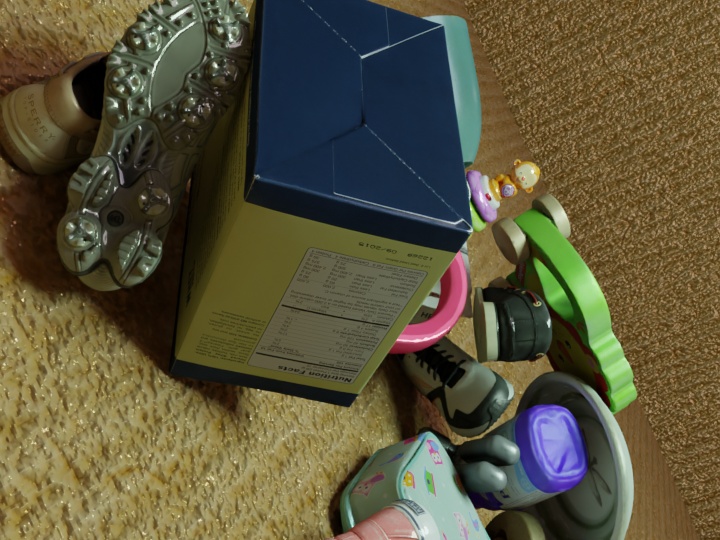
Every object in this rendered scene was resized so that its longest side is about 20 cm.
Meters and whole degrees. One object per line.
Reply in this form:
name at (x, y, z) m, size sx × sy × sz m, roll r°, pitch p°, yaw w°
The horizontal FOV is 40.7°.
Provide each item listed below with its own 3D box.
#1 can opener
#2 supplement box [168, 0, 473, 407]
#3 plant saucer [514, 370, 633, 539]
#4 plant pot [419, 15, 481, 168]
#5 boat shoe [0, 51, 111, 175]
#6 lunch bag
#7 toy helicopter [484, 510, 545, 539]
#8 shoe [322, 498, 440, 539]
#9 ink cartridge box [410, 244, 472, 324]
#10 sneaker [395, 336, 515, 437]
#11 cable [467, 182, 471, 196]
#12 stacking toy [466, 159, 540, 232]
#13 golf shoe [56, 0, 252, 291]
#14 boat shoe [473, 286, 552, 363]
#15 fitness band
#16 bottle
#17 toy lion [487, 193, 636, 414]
can opener at (0.095, 0.183, 0.930) m, size 0.066 × 0.053 × 0.200 m, roll 30°, pitch -15°, yaw -6°
supplement box at (-0.035, -0.050, 0.660) m, size 0.133 × 0.200 × 0.201 m, roll 13°, pitch 47°, yaw -17°
plant saucer at (0.220, 0.200, 0.971) m, size 0.050 × 0.200 × 0.201 m, roll -1°, pitch 59°, yaw -22°
plant pot at (0.052, -0.183, 1.144) m, size 0.200 × 0.199 × 0.162 m, roll -11°, pitch 84°, yaw -71°
boat shoe at (-0.166, -0.114, 0.660) m, size 0.072 × 0.064 × 0.200 m, roll 61°, pitch 20°, yaw -13°
lunch bag at (0.063, 0.250, 0.833) m, size 0.201 × 0.077 × 0.160 m, roll 65°, pitch 17°, yaw -4°
toy helicopter at (0.151, 0.331, 0.924) m, size 0.079 × 0.132 × 0.201 m, roll 16°, pitch 66°, yaw -29°
shoe at (0.015, 0.273, 0.704) m, size 0.091 × 0.071 × 0.201 m, roll -14°, pitch 103°, yaw -35°
ink cartridge box at (0.051, -0.007, 1.035) m, size 0.115 × 0.068 × 0.201 m, roll 16°, pitch 37°, yaw -11°
sneaker at (0.086, 0.108, 1.002) m, size 0.080 × 0.074 × 0.200 m, roll 47°, pitch -9°, yaw -22°
cable at (0.000, -0.103, 0.820) m, size 0.199 × 0.050 × 0.098 m, roll 14°, pitch 78°, yaw -20°
stacking toy at (0.133, -0.084, 1.221) m, size 0.117 × 0.199 × 0.110 m, roll 63°, pitch 19°, yaw -10°
golf shoe at (-0.131, -0.081, 0.604) m, size 0.078 × 0.097 × 0.201 m, roll 25°, pitch 74°, yaw -9°
boat shoe at (0.140, 0.052, 0.927) m, size 0.201 × 0.063 × 0.074 m, roll -59°, pitch 144°, yaw -89°
fitness band at (0.000, 0.000, 0.849) m, size 0.199 × 0.037 × 0.145 m, roll 8°, pitch 64°, yaw -22°
bottle at (0.153, 0.200, 0.984) m, size 0.065 × 0.200 × 0.084 m, roll -5°, pitch 69°, yaw -23°
toy lion at (0.206, 0.050, 0.962) m, size 0.192 × 0.068 × 0.200 m, roll 56°, pitch -10°, yaw 27°
